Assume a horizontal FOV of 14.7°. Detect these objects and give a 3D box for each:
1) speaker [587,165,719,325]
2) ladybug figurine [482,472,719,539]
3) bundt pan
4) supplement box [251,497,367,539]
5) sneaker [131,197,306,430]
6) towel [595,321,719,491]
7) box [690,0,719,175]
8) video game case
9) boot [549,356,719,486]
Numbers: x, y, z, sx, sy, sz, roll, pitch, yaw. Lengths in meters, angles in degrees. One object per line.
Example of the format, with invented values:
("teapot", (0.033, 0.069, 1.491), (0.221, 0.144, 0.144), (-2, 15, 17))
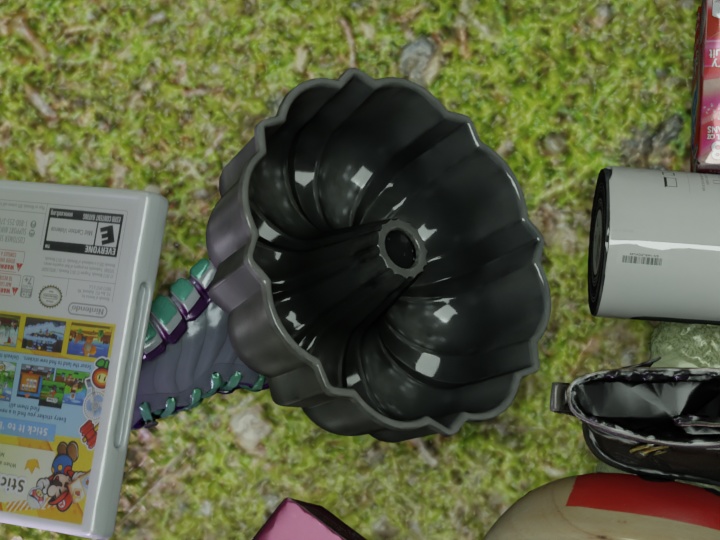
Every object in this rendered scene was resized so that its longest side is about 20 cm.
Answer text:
("speaker", (0.223, -0.009, 1.465), (0.200, 0.081, 0.081), (4, 84, -2))
("ladybug figurine", (0.162, 0.157, 1.463), (0.200, 0.136, 0.072), (14, 58, 8))
("bundt pan", (0.000, 0.000, 1.473), (0.202, 0.076, 0.202), (16, 62, -33))
("supplement box", (-0.028, 0.198, 1.430), (0.103, 0.200, 0.131), (37, 86, 6))
("sneaker", (-0.087, 0.053, 1.516), (0.200, 0.074, 0.088), (-42, 87, -2))
("towel", (0.241, 0.086, 1.504), (0.200, 0.036, 0.149), (22, 85, 6))
("box", (0.278, -0.092, 1.491), (0.200, 0.095, 0.100), (3, 83, 5))
("video game case", (-0.199, 0.042, 1.503), (0.200, 0.023, 0.182), (5, 83, 34))
("boot", (0.194, 0.078, 1.402), (0.200, 0.174, 0.069), (0, 83, 4))
